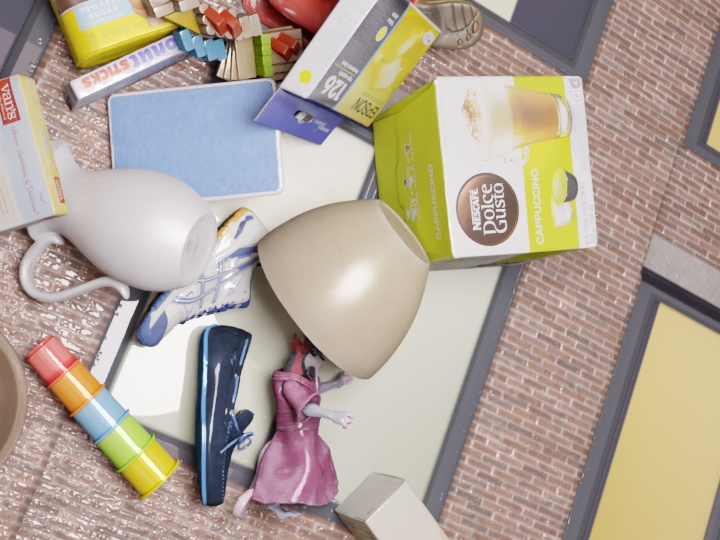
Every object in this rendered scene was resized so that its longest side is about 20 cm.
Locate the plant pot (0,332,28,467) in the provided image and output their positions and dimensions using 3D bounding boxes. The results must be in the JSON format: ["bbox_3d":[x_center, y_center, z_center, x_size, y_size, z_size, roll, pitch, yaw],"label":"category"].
[{"bbox_3d":[-0.424,0.133,0.967,0.196,0.174,0.205,1,86,-20],"label":"plant pot"}]

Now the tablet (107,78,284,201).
[{"bbox_3d":[-0.187,-0.143,1.125,0.196,0.014,0.133,-5,89,4],"label":"tablet"}]

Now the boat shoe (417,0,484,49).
[{"bbox_3d":[0.056,-0.321,1.255,0.196,0.068,0.073,6,114,-5],"label":"boat shoe"}]

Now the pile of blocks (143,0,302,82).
[{"bbox_3d":[-0.143,-0.254,1.097,0.197,0.062,0.084,13,96,-33],"label":"pile of blocks"}]

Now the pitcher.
[{"bbox_3d":[-0.264,-0.030,1.058,0.197,0.121,0.175,19,94,14],"label":"pitcher"}]

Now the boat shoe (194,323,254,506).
[{"bbox_3d":[-0.150,0.163,1.122,0.067,0.084,0.205,4,86,-16],"label":"boat shoe"}]

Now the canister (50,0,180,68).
[{"bbox_3d":[-0.289,-0.345,1.107,0.147,0.086,0.203,-24,96,-21],"label":"canister"}]

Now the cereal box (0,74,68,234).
[{"bbox_3d":[-0.409,-0.100,1.014,0.196,0.040,0.147,-15,91,8],"label":"cereal box"}]

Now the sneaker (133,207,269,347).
[{"bbox_3d":[-0.168,0.023,1.131,0.088,0.075,0.200,46,72,-12],"label":"sneaker"}]

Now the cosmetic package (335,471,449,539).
[{"bbox_3d":[0.067,0.345,1.185,0.073,0.103,0.202,-38,101,-21],"label":"cosmetic package"}]

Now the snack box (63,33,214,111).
[{"bbox_3d":[-0.239,-0.237,1.124,0.198,0.072,0.025,-31,98,-21],"label":"snack box"}]

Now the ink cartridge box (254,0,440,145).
[{"bbox_3d":[-0.008,-0.222,1.112,0.047,0.197,0.201,39,102,16],"label":"ink cartridge box"}]

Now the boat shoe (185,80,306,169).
[{"bbox_3d":[-0.130,-0.165,1.164,0.198,0.068,0.073,-30,97,-21],"label":"boat shoe"}]

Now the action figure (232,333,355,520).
[{"bbox_3d":[-0.076,0.176,1.155,0.146,0.134,0.205,-5,88,2],"label":"action figure"}]

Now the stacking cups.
[{"bbox_3d":[-0.281,0.154,1.083,0.060,0.060,0.201,-41,100,-19],"label":"stacking cups"}]

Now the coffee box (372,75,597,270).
[{"bbox_3d":[0.142,-0.110,1.198,0.194,0.199,0.204,-4,87,-21],"label":"coffee box"}]

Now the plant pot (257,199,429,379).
[{"bbox_3d":[0.000,0.000,1.112,0.134,0.201,0.201,-39,102,12],"label":"plant pot"}]

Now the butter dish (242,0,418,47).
[{"bbox_3d":[-0.026,-0.340,1.135,0.197,0.148,0.202,27,109,-5],"label":"butter dish"}]
